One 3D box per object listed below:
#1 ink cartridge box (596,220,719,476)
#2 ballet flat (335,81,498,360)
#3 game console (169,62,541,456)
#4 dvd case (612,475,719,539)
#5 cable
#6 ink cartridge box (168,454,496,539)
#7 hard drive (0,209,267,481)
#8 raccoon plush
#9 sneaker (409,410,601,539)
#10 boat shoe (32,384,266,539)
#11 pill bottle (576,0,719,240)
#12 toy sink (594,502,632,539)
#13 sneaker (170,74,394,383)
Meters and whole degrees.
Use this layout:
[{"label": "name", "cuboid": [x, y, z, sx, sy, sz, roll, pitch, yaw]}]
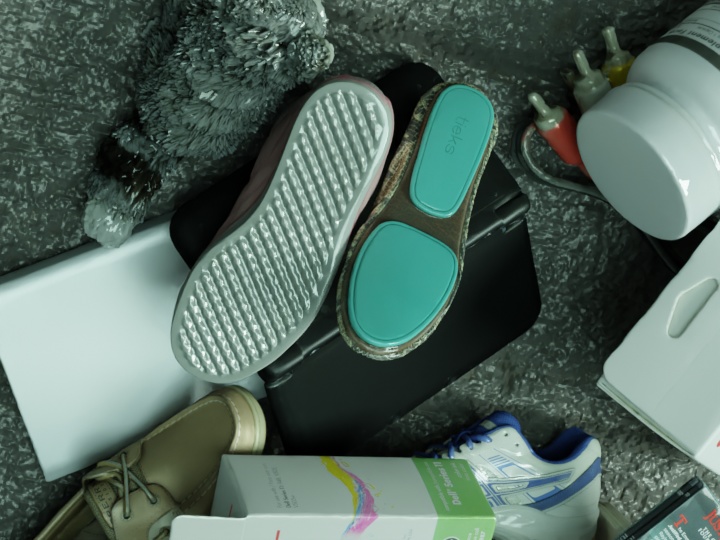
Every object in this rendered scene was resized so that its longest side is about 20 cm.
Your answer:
[{"label": "ink cartridge box", "cuboid": [0.246, 0.055, 1.567, 0.147, 0.083, 0.200, -51, 156, 4]}, {"label": "ballet flat", "cuboid": [0.029, -0.020, 1.465, 0.068, 0.075, 0.200, 26, 59, -9]}, {"label": "game console", "cuboid": [0.000, 0.000, 1.558, 0.200, 0.116, 0.176, -34, 84, -17]}, {"label": "dvd case", "cuboid": [0.171, 0.242, 1.557, 0.200, 0.022, 0.146, -38, 111, 0]}, {"label": "cable", "cuboid": [0.170, -0.053, 1.589, 0.097, 0.050, 0.200, -40, 111, -9]}, {"label": "ink cartridge box", "cuboid": [-0.031, 0.174, 1.509, 0.200, 0.067, 0.117, 3, 121, -19]}, {"label": "hard drive", "cuboid": [-0.123, 0.035, 1.551, 0.200, 0.026, 0.132, -21, 110, -8]}, {"label": "raccoon plush", "cuboid": [-0.082, -0.090, 1.457, 0.097, 0.134, 0.200, 19, 94, -18]}, {"label": "sneaker", "cuboid": [0.064, 0.130, 1.613, 0.200, 0.075, 0.088, 7, 96, -27]}, {"label": "boat shoe", "cuboid": [-0.138, 0.146, 1.530, 0.200, 0.071, 0.065, -48, 146, 16]}, {"label": "pill bottle", "cuboid": [0.237, -0.112, 1.532, 0.200, 0.114, 0.114, -38, 113, -20]}, {"label": "toy sink", "cuboid": [0.226, 0.257, 1.658, 0.112, 0.130, 0.200, -8, 107, -13]}, {"label": "sneaker", "cuboid": [-0.040, -0.029, 1.467, 0.075, 0.105, 0.200, 30, 103, -4]}]
